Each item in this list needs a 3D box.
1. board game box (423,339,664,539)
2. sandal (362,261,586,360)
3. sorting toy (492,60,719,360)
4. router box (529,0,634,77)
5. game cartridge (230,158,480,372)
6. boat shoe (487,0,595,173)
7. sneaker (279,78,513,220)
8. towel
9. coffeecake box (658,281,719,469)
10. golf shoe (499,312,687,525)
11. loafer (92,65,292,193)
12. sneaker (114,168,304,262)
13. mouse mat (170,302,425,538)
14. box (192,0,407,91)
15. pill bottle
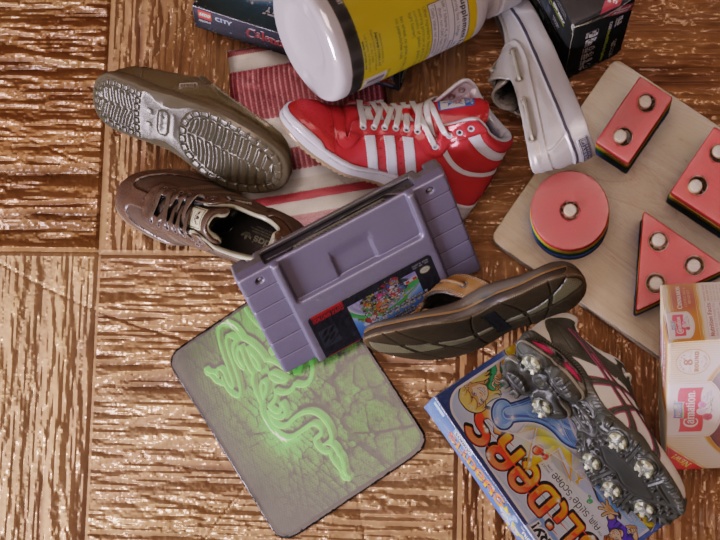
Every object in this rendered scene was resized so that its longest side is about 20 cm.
[{"bbox_3d":[0.165,0.160,1.559,0.135,0.034,0.201,-32,79,-23],"label":"board game box"},{"bbox_3d":[0.097,0.026,1.582,0.199,0.082,0.055,-23,58,18],"label":"sandal"},{"bbox_3d":[0.249,-0.055,1.591,0.199,0.070,0.199,35,86,9],"label":"sorting toy"},{"bbox_3d":[0.165,-0.285,1.594,0.062,0.150,0.201,-25,80,-2],"label":"router box"},{"bbox_3d":[0.000,0.000,1.578,0.199,0.130,0.038,-28,40,-3],"label":"game cartridge"},{"bbox_3d":[0.144,-0.164,1.593,0.065,0.072,0.201,-21,57,3],"label":"boat shoe"},{"bbox_3d":[0.037,-0.126,1.568,0.199,0.072,0.113,22,124,-24],"label":"sneaker"},{"bbox_3d":[-0.042,-0.113,1.653,0.143,0.023,0.202,-9,79,6],"label":"towel"},{"bbox_3d":[0.348,0.085,1.513,0.198,0.154,0.073,-3,42,5],"label":"coffeecake box"},{"bbox_3d":[0.211,0.120,1.527,0.200,0.077,0.088,49,50,1],"label":"golf shoe"},{"bbox_3d":[-0.142,-0.137,1.631,0.199,0.076,0.067,27,41,12],"label":"loafer"},{"bbox_3d":[-0.136,-0.051,1.612,0.199,0.076,0.071,17,86,19],"label":"sneaker"},{"bbox_3d":[-0.056,0.115,1.626,0.160,0.008,0.201,-34,79,0],"label":"mouse mat"},{"bbox_3d":[-0.035,-0.256,1.650,0.199,0.038,0.137,19,68,8],"label":"box"},{"bbox_3d":[0.036,-0.233,1.553,0.199,0.114,0.115,-27,79,-20],"label":"pill bottle"}]
